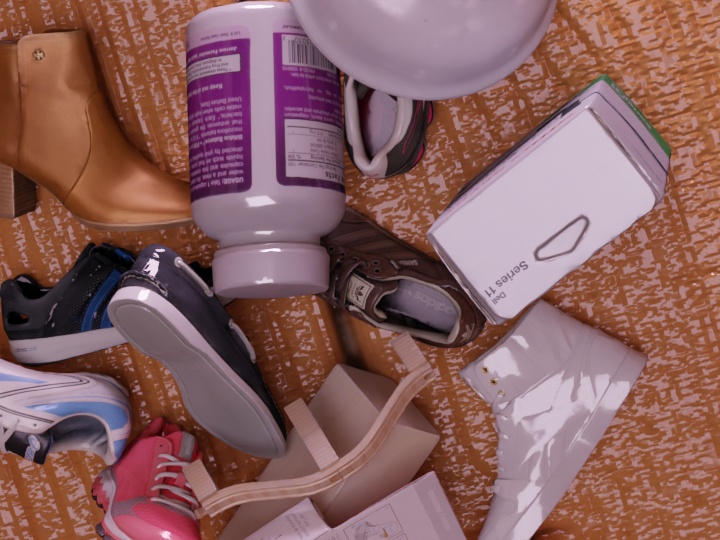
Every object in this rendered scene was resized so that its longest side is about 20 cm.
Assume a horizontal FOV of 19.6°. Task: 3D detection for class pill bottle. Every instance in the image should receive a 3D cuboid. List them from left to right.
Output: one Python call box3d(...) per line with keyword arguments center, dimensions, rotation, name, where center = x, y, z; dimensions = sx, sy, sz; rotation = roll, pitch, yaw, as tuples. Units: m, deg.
box3d(center=(-0.067, -0.083, 1.494), dimensions=(0.112, 0.112, 0.200), rotation=(-3, 82, 10), name="pill bottle")

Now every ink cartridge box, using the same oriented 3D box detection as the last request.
box3d(center=(0.000, 0.241, 1.557), dimensions=(0.176, 0.045, 0.200), rotation=(-32, 134, -7), name="ink cartridge box")
box3d(center=(0.135, -0.053, 1.448), dimensions=(0.147, 0.200, 0.083), rotation=(-39, 93, 14), name="ink cartridge box")

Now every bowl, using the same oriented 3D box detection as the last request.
box3d(center=(0.052, -0.223, 1.433), dimensions=(0.201, 0.090, 0.201), rotation=(2, 81, -12), name="bowl")

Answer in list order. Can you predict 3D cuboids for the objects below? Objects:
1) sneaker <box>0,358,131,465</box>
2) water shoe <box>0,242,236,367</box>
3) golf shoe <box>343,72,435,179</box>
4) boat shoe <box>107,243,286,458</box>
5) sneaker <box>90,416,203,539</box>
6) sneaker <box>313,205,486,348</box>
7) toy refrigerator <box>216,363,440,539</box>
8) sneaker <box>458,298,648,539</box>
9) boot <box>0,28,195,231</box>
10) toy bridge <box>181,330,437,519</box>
box3d(center=(-0.269, 0.107, 1.564), dimensions=(0.200, 0.073, 0.072), rotation=(6, 138, -16), name="sneaker")
box3d(center=(-0.182, 0.014, 1.579), dimensions=(0.200, 0.072, 0.079), rotation=(-17, 96, 11), name="water shoe")
box3d(center=(0.024, -0.164, 1.503), dimensions=(0.077, 0.088, 0.200), rotation=(3, 101, 10), name="golf shoe")
box3d(center=(-0.106, 0.061, 1.522), dimensions=(0.076, 0.060, 0.200), rotation=(-1, 139, 32), name="boat shoe")
box3d(center=(-0.149, 0.161, 1.546), dimensions=(0.074, 0.200, 0.087), rotation=(29, 94, -21), name="sneaker")
box3d(center=(0.000, 0.000, 1.544), dimensions=(0.200, 0.076, 0.070), rotation=(20, 104, 4), name="sneaker")
box3d(center=(-0.030, 0.176, 1.577), dimensions=(0.200, 0.070, 0.076), rotation=(-57, 45, 14), name="toy refrigerator")
box3d(center=(0.113, 0.119, 1.554), dimensions=(0.116, 0.074, 0.200), rotation=(32, 92, 4), name="sneaker")
box3d(center=(-0.200, -0.108, 1.556), dimensions=(0.201, 0.071, 0.144), rotation=(4, 105, 13), name="boot")
box3d(center=(-0.032, 0.123, 1.496), dimensions=(0.200, 0.027, 0.067), rotation=(-32, 56, -3), name="toy bridge")
